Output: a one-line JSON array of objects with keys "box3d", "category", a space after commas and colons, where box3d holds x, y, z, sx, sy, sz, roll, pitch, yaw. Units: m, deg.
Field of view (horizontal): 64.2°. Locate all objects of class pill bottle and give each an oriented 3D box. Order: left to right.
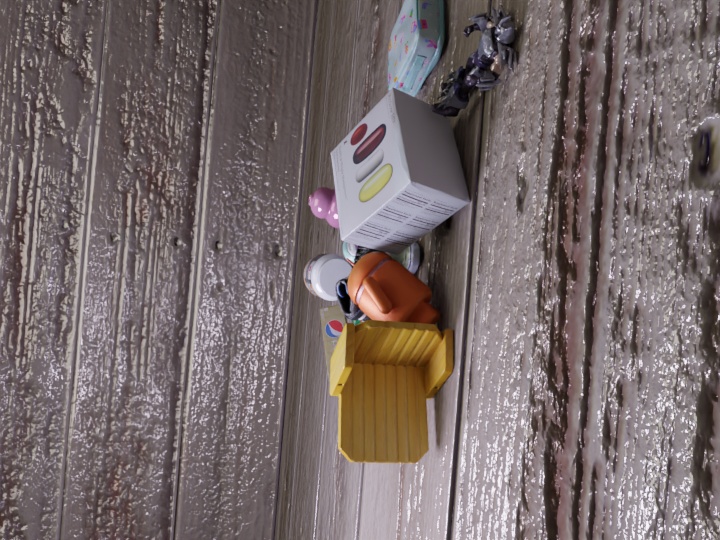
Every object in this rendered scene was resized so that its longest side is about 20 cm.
[{"box3d": [-0.081, 0.016, 1.491, 0.200, 0.112, 0.121, -173, 88, -76], "category": "pill bottle"}]

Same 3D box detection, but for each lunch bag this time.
[{"box3d": [0.117, -0.478, 1.230, 0.200, 0.074, 0.166, 127, 144, -66], "category": "lunch bag"}]

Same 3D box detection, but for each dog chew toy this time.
[{"box3d": [-0.041, -0.161, 1.503, 0.124, 0.194, 0.129, -169, 90, -75], "category": "dog chew toy"}]

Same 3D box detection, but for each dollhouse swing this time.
[{"box3d": [0.055, 0.213, 0.987, 0.184, 0.193, 0.180, 113, 158, -51], "category": "dollhouse swing"}]

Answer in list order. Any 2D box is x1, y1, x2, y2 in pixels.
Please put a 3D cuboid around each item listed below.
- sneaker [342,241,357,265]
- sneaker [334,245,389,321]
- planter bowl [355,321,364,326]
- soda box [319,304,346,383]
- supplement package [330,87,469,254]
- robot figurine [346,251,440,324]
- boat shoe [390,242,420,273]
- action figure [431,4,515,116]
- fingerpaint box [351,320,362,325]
[{"box3d": [0.028, -0.110, 1.331, 0.138, 0.078, 0.204, -29, 43, 23], "category": "sneaker"}, {"box3d": [0.000, 0.000, 1.176, 0.072, 0.110, 0.207, -7, 80, 42], "category": "sneaker"}, {"box3d": [0.034, 0.213, 1.179, 0.199, 0.081, 0.207, -22, 63, 54], "category": "planter bowl"}, {"box3d": [-0.059, 0.196, 1.486, 0.065, 0.065, 0.205, 80, 180, -60], "category": "soda box"}, {"box3d": [0.063, -0.170, 1.036, 0.199, 0.144, 0.197, -35, 54, 43], "category": "supplement package"}, {"box3d": [0.055, 0.044, 1.073, 0.199, 0.143, 0.118, 39, 137, 19], "category": "robot figurine"}, {"box3d": [0.077, -0.025, 1.264, 0.200, 0.060, 0.075, 167, 108, -76], "category": "boat shoe"}, {"box3d": [0.186, -0.328, 0.914, 0.200, 0.067, 0.134, 132, 149, -62], "category": "action figure"}, {"box3d": [0.010, 0.025, 1.500, 0.167, 0.071, 0.207, -134, 50, -73], "category": "fingerpaint box"}]
